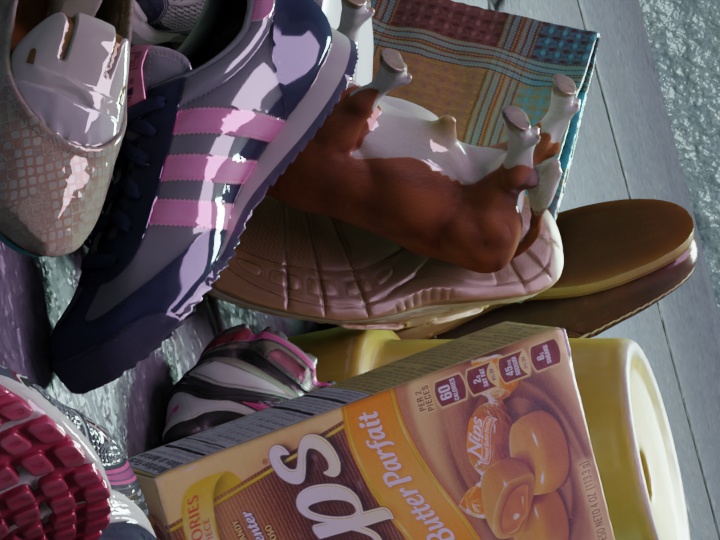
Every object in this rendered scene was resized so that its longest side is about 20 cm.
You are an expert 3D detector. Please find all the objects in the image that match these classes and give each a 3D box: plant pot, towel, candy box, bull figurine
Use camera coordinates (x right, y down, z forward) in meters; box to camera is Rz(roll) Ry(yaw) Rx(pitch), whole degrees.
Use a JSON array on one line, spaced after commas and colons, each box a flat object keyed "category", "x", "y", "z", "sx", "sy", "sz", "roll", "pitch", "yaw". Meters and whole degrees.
[{"category": "plant pot", "x": 0.058, "y": 0.116, "z": 1.426, "sx": 0.201, "sy": 0.189, "sz": 0.201, "roll": -12, "pitch": 90, "yaw": -76}, {"category": "towel", "x": 0.044, "y": -0.076, "z": 1.559, "sx": 0.022, "sy": 0.146, "sz": 0.200, "roll": 96, "pitch": 10, "yaw": -49}, {"category": "candy box", "x": 0.005, "y": 0.106, "z": 1.219, "sx": 0.055, "sy": 0.200, "sz": 0.116, "roll": 3, "pitch": -70, "yaw": 64}, {"category": "bull figurine", "x": 0.005, "y": -0.060, "z": 1.327, "sx": 0.200, "sy": 0.121, "sz": 0.065, "roll": 18, "pitch": 43, "yaw": -25}]

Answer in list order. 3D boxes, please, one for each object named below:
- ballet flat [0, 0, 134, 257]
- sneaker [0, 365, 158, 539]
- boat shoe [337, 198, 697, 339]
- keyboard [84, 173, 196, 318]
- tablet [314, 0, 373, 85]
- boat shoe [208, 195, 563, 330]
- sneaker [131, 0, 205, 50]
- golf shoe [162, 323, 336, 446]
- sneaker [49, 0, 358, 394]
[{"category": "ballet flat", "x": -0.118, "y": -0.098, "z": 1.136, "sx": 0.067, "sy": 0.062, "sz": 0.200, "roll": 20, "pitch": 48, "yaw": -25}, {"category": "sneaker", "x": -0.124, "y": 0.071, "z": 0.980, "sx": 0.200, "sy": 0.081, "sz": 0.075, "roll": 66, "pitch": 1, "yaw": -65}, {"category": "boat shoe", "x": 0.087, "y": 0.021, "z": 1.541, "sx": 0.070, "sy": 0.200, "sz": 0.070, "roll": -106, "pitch": 179, "yaw": -55}, {"category": "keyboard", "x": -0.100, "y": -0.041, "z": 1.241, "sx": 0.200, "sy": 0.040, "sz": 0.104, "roll": 54, "pitch": 26, "yaw": -57}, {"category": "tablet", "x": -0.008, "y": -0.122, "z": 1.422, "sx": 0.200, "sy": 0.014, "sz": 0.130, "roll": 80, "pitch": 12, "yaw": -59}, {"category": "boat shoe", "x": 0.000, "y": 0.000, "z": 1.402, "sx": 0.069, "sy": 0.200, "sz": 0.074, "roll": -37, "pitch": -124, "yaw": 57}, {"category": "sneaker", "x": -0.067, "y": -0.142, "z": 1.372, "sx": 0.200, "sy": 0.085, "sz": 0.077, "roll": 32, "pitch": 46, "yaw": -71}, {"category": "golf shoe", "x": -0.007, "y": 0.116, "z": 1.286, "sx": 0.200, "sy": 0.073, "sz": 0.092, "roll": 38, "pitch": 36, "yaw": -3}, {"category": "sneaker", "x": -0.083, "y": -0.044, "z": 1.171, "sx": 0.082, "sy": 0.070, "sz": 0.200, "roll": 45, "pitch": 60, "yaw": -25}]
